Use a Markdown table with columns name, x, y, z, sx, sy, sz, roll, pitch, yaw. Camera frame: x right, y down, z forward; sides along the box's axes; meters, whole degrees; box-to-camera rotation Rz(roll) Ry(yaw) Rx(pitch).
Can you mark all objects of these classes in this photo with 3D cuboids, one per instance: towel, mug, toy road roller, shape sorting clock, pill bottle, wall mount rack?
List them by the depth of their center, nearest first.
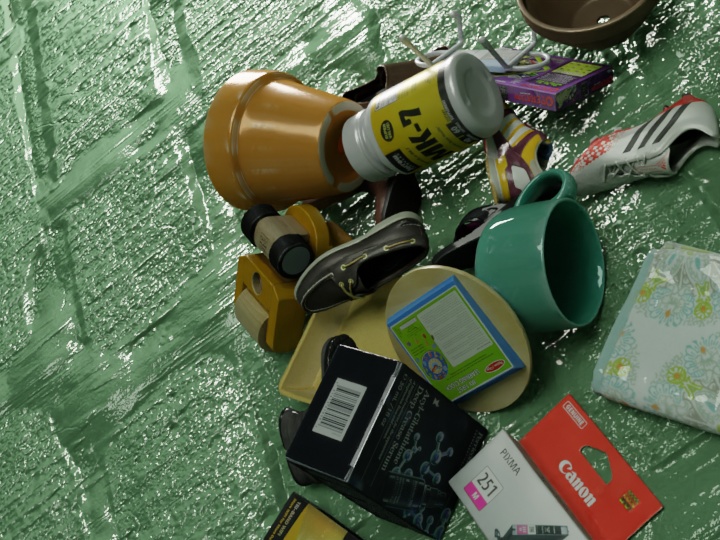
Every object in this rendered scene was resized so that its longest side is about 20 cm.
| name | x | y | z | sx | sy | sz | roll | pitch | yaw |
| --- | --- | --- | --- | --- | --- | --- | --- | --- | --- |
| towel | 0.366 | 0.069 | 1.489 | 0.170 | 0.048 | 0.201 | 14 | 73 | 44 |
| shape sorting clock | 0.116 | 0.082 | 1.598 | 0.199 | 0.202 | 0.039 | 2 | 26 | 40 |
| mug | 0.212 | -0.012 | 1.602 | 0.114 | 0.153 | 0.185 | -10 | 30 | 37 |
| pill bottle | 0.079 | -0.195 | 1.754 | 0.199 | 0.114 | 0.115 | -24 | 49 | 37 |
| wall mount rack | 0.147 | -0.300 | 1.779 | 0.198 | 0.075 | 0.174 | 6 | 28 | 29 |
| toy road roller | -0.086 | 0.005 | 1.872 | 0.123 | 0.145 | 0.202 | 44 | 131 | 46 |

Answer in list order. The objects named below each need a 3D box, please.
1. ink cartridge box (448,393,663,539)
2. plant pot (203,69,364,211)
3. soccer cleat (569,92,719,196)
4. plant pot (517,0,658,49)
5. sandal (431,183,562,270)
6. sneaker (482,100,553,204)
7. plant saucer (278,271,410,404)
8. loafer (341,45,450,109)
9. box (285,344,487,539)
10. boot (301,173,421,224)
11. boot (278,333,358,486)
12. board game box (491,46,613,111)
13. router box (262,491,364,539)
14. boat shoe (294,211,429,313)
| name | x | y | z | sx | sy | sz | roll | pitch | yaw |
| --- | --- | --- | --- | --- | --- | --- | --- | --- | --- |
| ink cartridge box | 0.214 | 0.251 | 1.498 | 0.174 | 0.043 | 0.200 | -45 | 44 | 8 |
| plant pot | -0.087 | -0.177 | 1.871 | 0.182 | 0.200 | 0.202 | 8 | 68 | 38 |
| soccer cleat | 0.344 | -0.139 | 1.631 | 0.199 | 0.069 | 0.086 | -29 | 44 | 16 |
| plant pot | 0.311 | -0.359 | 1.767 | 0.199 | 0.093 | 0.202 | -13 | 51 | 16 |
| sandal | 0.175 | -0.062 | 1.706 | 0.200 | 0.075 | 0.048 | -34 | 58 | 17 |
| sneaker | 0.207 | -0.167 | 1.767 | 0.089 | 0.075 | 0.201 | -9 | 50 | 8 |
| plant saucer | 0.009 | 0.101 | 1.760 | 0.199 | 0.048 | 0.201 | 13 | 71 | 43 |
| loafer | 0.058 | -0.266 | 1.931 | 0.199 | 0.071 | 0.073 | -32 | 46 | 3 |
| box | 0.034 | 0.202 | 1.563 | 0.106 | 0.200 | 0.150 | 13 | 71 | 43 |
| boot | -0.010 | -0.116 | 1.904 | 0.199 | 0.068 | 0.190 | -13 | 56 | 34 |
| boot | -0.055 | 0.180 | 1.679 | 0.131 | 0.069 | 0.202 | 0 | 97 | 44 |
| board game box | 0.223 | -0.258 | 1.788 | 0.119 | 0.033 | 0.199 | -23 | 29 | -35 |
| router box | -0.076 | 0.395 | 1.633 | 0.157 | 0.052 | 0.201 | 25 | 80 | 45 |
| boat shoe | 0.000 | 0.000 | 1.748 | 0.200 | 0.072 | 0.061 | -34 | 42 | 13 |
